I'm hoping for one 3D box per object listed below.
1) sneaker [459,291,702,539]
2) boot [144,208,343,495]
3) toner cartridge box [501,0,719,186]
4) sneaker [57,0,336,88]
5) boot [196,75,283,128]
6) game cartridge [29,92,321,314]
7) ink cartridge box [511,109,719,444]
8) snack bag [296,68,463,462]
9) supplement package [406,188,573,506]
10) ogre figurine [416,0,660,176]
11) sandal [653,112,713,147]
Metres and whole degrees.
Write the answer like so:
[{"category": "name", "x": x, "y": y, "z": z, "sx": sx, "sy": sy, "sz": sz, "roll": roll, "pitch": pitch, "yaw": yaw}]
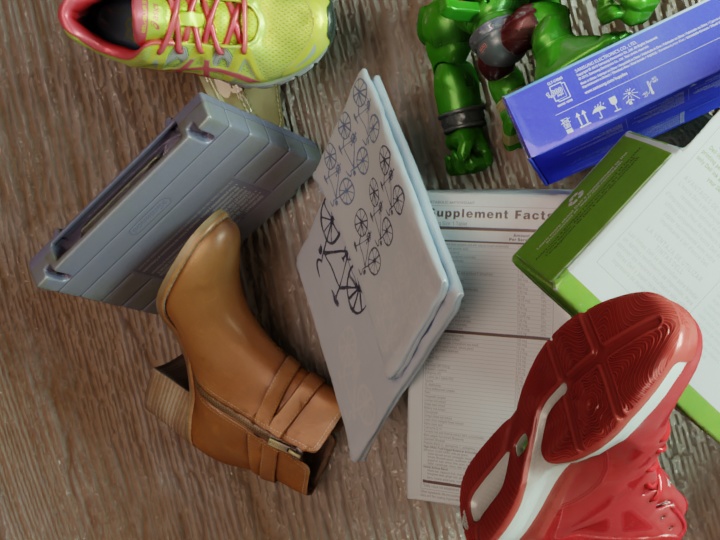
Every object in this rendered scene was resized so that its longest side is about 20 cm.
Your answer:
[{"category": "sneaker", "x": 0.146, "y": 0.091, "z": 0.651, "sx": 0.200, "sy": 0.115, "sz": 0.078, "roll": -54, "pitch": 32, "yaw": 42}, {"category": "boot", "x": -0.074, "y": 0.064, "z": 0.890, "sx": 0.155, "sy": 0.074, "sz": 0.200, "roll": 27, "pitch": 125, "yaw": 18}, {"category": "toner cartridge box", "x": 0.188, "y": -0.117, "z": 0.706, "sx": 0.200, "sy": 0.095, "sz": 0.043, "roll": -25, "pitch": 80, "yaw": 11}, {"category": "sneaker", "x": -0.115, "y": -0.165, "z": 0.811, "sx": 0.200, "sy": 0.090, "sz": 0.078, "roll": 2, "pitch": 95, "yaw": 19}, {"category": "boot", "x": -0.049, "y": -0.202, "z": 0.867, "sx": 0.155, "sy": 0.072, "sz": 0.200, "roll": -14, "pitch": 87, "yaw": 25}, {"category": "game cartridge", "x": -0.136, "y": -0.044, "z": 0.889, "sx": 0.200, "sy": 0.130, "sz": 0.038, "roll": -40, "pitch": 61, "yaw": 24}, {"category": "ink cartridge box", "x": 0.211, "y": -0.027, "z": 0.671, "sx": 0.148, "sy": 0.076, "sz": 0.200, "roll": 41, "pitch": 92, "yaw": -17}, {"category": "snack bag", "x": 0.000, "y": 0.000, "z": 0.798, "sx": 0.200, "sy": 0.021, "sz": 0.189, "roll": 116, "pitch": 144, "yaw": -47}, {"category": "supplement package", "x": 0.103, "y": 0.047, "z": 0.780, "sx": 0.114, "sy": 0.110, "sz": 0.200, "roll": 4, "pitch": 95, "yaw": 27}, {"category": "ogre figurine", "x": 0.100, "y": -0.158, "z": 0.770, "sx": 0.120, "sy": 0.098, "sz": 0.200, "roll": 65, "pitch": 161, "yaw": 15}, {"category": "sandal", "x": 0.232, "y": -0.032, "z": 0.741, "sx": 0.200, "sy": 0.048, "sz": 0.075, "roll": 47, "pitch": 113, "yaw": 16}]
